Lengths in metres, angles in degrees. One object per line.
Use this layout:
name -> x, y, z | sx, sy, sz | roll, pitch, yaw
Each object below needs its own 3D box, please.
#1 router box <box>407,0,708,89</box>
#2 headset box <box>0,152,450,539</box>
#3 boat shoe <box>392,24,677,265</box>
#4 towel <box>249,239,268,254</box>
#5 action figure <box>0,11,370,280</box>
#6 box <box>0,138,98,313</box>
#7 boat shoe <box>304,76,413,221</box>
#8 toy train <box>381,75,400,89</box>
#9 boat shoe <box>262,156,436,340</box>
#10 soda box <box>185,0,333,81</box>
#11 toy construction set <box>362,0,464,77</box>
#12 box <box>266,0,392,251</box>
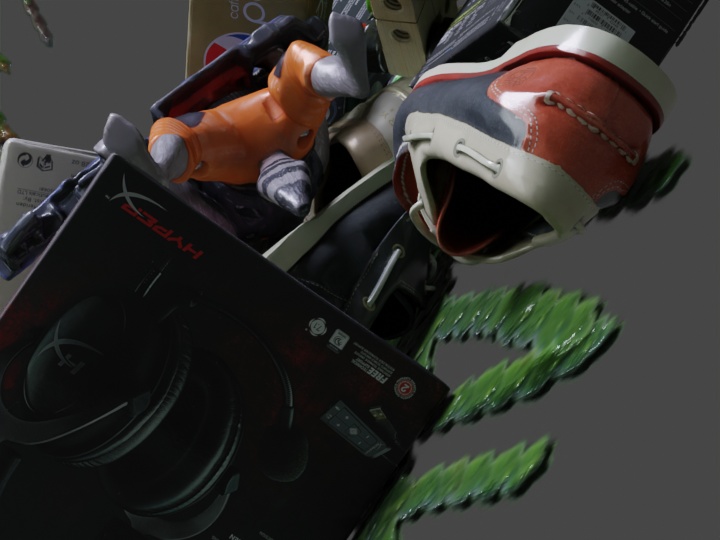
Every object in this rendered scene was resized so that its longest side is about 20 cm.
router box -> 0.100, -0.129, 0.864 | 0.150, 0.062, 0.200 | -57, 6, -6
headset box -> -0.086, 0.081, 0.778 | 0.200, 0.149, 0.077 | -55, 5, -4
boat shoe -> 0.047, -0.034, 0.753 | 0.063, 0.071, 0.200 | -59, 11, -13
towel -> -0.086, -0.034, 1.238 | 0.200, 0.036, 0.149 | -52, -26, -47
action figure -> -0.071, -0.038, 0.990 | 0.200, 0.105, 0.193 | -39, -6, -6
box -> -0.166, 0.038, 1.087 | 0.082, 0.068, 0.201 | 169, 112, -79
boat shoe -> -0.006, -0.044, 1.116 | 0.065, 0.072, 0.200 | -31, -3, -20
toy train -> 0.041, -0.089, 1.151 | 0.042, 0.056, 0.200 | -56, 5, -4
boat shoe -> 0.000, 0.000, 0.941 | 0.072, 0.068, 0.200 | -40, 1, 40
soda box -> -0.049, -0.145, 1.087 | 0.068, 0.064, 0.200 | -70, -9, -48
toy construction set -> 0.039, -0.166, 0.992 | 0.092, 0.200, 0.131 | 0, 55, 30
box -> -0.003, -0.098, 1.299 | 0.200, 0.043, 0.161 | -62, -18, -50
